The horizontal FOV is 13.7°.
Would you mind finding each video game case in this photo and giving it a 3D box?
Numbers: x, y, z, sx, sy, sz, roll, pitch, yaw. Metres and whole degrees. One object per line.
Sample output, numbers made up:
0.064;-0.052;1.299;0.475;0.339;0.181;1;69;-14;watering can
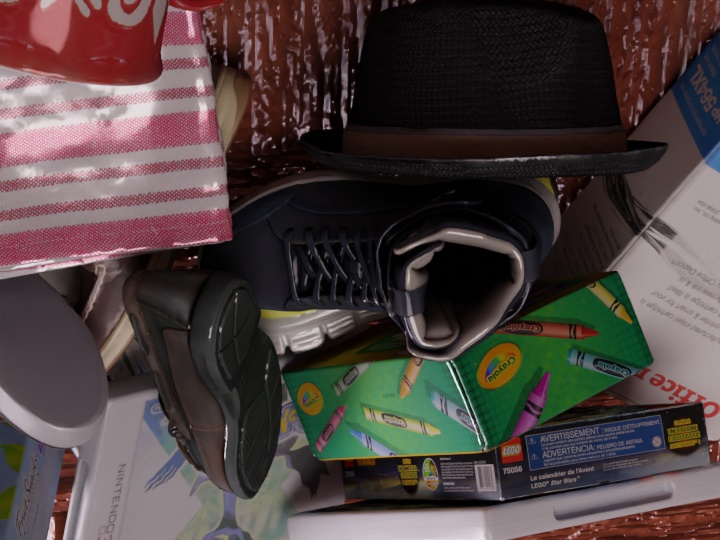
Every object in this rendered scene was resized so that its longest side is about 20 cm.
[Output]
-0.085;0.128;1.753;0.199;0.022;0.183;-12;128;-38;video game case
0.085;0.137;1.739;0.182;0.200;0.023;-7;90;-35;video game case

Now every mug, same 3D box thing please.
-0.132;-0.209;1.477;0.133;0.177;0.201;19;107;18;mug

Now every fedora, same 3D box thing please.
0.066;-0.100;1.603;0.200;0.201;0.092;-2;97;-12;fedora

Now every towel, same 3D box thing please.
-0.150;-0.101;1.567;0.146;0.030;0.201;-9;102;-6;towel

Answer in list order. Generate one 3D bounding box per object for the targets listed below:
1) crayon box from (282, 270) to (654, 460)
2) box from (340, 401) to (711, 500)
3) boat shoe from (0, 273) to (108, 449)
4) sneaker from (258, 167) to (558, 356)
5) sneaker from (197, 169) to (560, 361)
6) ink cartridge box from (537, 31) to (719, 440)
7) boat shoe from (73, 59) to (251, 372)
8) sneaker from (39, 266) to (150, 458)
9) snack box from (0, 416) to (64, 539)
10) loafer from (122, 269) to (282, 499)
0.056;0.054;1.663;0.118;0.200;0.058;-26;98;-27;crayon box
0.091;0.104;1.722;0.136;0.200;0.040;-7;89;-27;box
-0.209;0.033;1.614;0.071;0.200;0.070;-25;149;-39;boat shoe
0.015;-0.024;1.689;0.199;0.078;0.091;-22;119;-1;sneaker
0.000;-0.002;1.585;0.201;0.146;0.077;-9;108;11;sneaker
0.206;-0.016;1.732;0.146;0.084;0.200;27;117;-29;ink cartridge box
-0.132;-0.031;1.632;0.072;0.072;0.201;26;98;-13;boat shoe
-0.157;0.042;1.700;0.072;0.073;0.200;-19;127;4;sneaker
-0.276;0.142;1.658;0.199;0.169;0.068;-5;130;8;snack box
-0.085;0.056;1.641;0.063;0.072;0.200;16;150;15;loafer
